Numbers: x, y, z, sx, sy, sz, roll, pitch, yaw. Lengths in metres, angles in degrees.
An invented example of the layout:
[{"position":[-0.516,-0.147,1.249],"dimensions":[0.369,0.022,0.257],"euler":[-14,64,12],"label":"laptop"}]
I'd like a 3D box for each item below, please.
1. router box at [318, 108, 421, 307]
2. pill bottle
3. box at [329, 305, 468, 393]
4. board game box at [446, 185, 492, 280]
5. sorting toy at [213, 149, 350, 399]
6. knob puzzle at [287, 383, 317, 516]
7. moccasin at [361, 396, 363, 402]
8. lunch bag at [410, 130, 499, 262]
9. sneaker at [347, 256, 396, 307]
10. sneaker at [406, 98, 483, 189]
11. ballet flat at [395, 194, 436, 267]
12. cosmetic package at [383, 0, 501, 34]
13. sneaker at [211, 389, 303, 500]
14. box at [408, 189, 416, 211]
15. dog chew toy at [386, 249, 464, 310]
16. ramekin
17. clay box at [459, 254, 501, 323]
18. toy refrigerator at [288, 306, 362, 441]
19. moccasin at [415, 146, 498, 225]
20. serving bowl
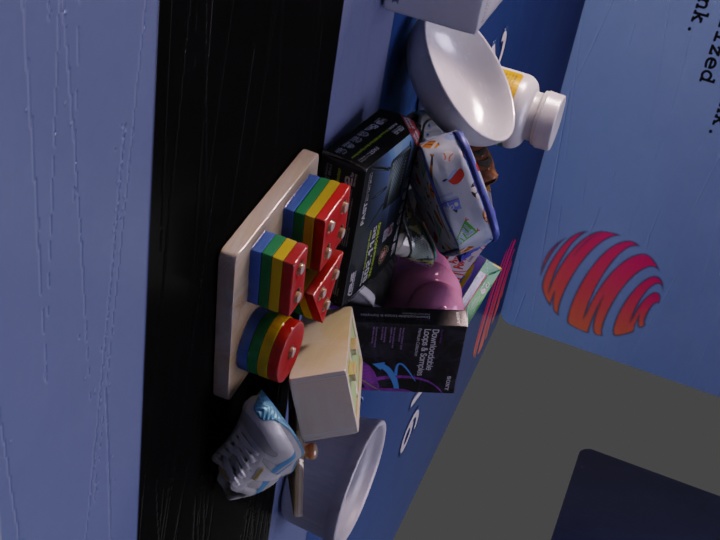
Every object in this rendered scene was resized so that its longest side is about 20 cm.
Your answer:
[{"position":[0.001,-0.077,1.385],"dimensions":[0.150,0.062,0.200],"euler":[-43,150,-50],"label":"router box"},{"position":[0.195,-0.246,1.686],"dimensions":[0.113,0.199,0.113],"euler":[19,90,-78],"label":"pill bottle"},{"position":[0.038,0.108,1.543],"dimensions":[0.143,0.199,0.036],"euler":[95,-6,-45],"label":"box"},{"position":[0.152,-0.098,1.795],"dimensions":[0.152,0.046,0.200],"euler":[122,-28,-48],"label":"board game box"},{"position":[-0.076,0.011,1.201],"dimensions":[0.200,0.069,0.199],"euler":[-58,162,-47],"label":"sorting toy"},{"position":[-0.069,0.175,1.393],"dimensions":[0.220,0.030,0.220],"euler":[-179,-90,-84],"label":"knob puzzle"},{"position":[-0.022,0.144,1.632],"dimensions":[0.080,0.068,0.201],"euler":[20,89,-78],"label":"moccasin"},{"position":[0.118,-0.091,1.470],"dimensions":[0.200,0.075,0.161],"euler":[167,-100,-87],"label":"lunch bag"},{"position":[0.000,0.000,1.539],"dimensions":[0.200,0.070,0.100],"euler":[39,61,-74],"label":"sneaker"},{"position":[0.103,-0.199,1.577],"dimensions":[0.200,0.075,0.087],"euler":[-44,146,-17],"label":"sneaker"},{"position":[0.040,-0.073,1.515],"dimensions":[0.071,0.069,0.200],"euler":[-40,127,-26],"label":"ballet flat"},{"position":[0.127,-0.413,1.333],"dimensions":[0.200,0.123,0.200],"euler":[-53,158,-51],"label":"cosmetic package"},{"position":[-0.115,0.198,1.248],"dimensions":[0.081,0.077,0.200],"euler":[-29,157,-21],"label":"sneaker"},{"position":[0.088,-0.050,1.755],"dimensions":[0.068,0.082,0.201],"euler":[-128,-127,-66],"label":"box"},{"position":[0.088,0.034,1.636],"dimensions":[0.200,0.124,0.125],"euler":[-129,-128,-67],"label":"dog chew toy"},{"position":[-0.042,0.304,1.717],"dimensions":[0.200,0.097,0.201],"euler":[19,90,-77],"label":"ramekin"},{"position":[0.131,0.002,1.873],"dimensions":[0.048,0.200,0.115],"euler":[29,93,-39],"label":"clay box"},{"position":[-0.033,0.112,1.300],"dimensions":[0.200,0.070,0.076],"euler":[-83,163,-72],"label":"toy refrigerator"},{"position":[0.138,-0.101,1.623],"dimensions":[0.074,0.078,0.201],"euler":[-19,163,-35],"label":"moccasin"},{"position":[0.123,-0.248,1.517],"dimensions":[0.066,0.200,0.200],"euler":[-27,-165,33],"label":"serving bowl"}]
